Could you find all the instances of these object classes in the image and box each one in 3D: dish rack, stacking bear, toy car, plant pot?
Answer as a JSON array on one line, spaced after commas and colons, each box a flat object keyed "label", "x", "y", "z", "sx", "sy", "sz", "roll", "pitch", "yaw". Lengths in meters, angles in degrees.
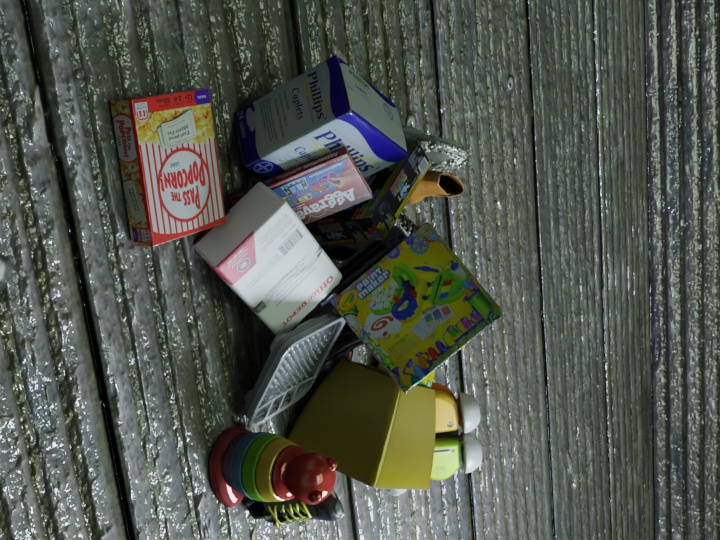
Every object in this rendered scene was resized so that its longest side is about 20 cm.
[{"label": "dish rack", "x": -0.114, "y": 0.154, "z": 1.500, "sx": 0.172, "sy": 0.044, "sz": 0.200, "roll": -24, "pitch": 149, "yaw": -52}, {"label": "stacking bear", "x": -0.125, "y": 0.310, "z": 1.424, "sx": 0.122, "sy": 0.200, "sz": 0.114, "roll": -58, "pitch": 136, "yaw": -34}, {"label": "toy car", "x": 0.158, "y": 0.332, "z": 1.930, "sx": 0.150, "sy": 0.175, "sz": 0.200, "roll": -104, "pitch": -171, "yaw": -77}, {"label": "plant pot", "x": 0.023, "y": 0.264, "z": 1.620, "sx": 0.200, "sy": 0.200, "sz": 0.177, "roll": 23, "pitch": 85, "yaw": -55}]

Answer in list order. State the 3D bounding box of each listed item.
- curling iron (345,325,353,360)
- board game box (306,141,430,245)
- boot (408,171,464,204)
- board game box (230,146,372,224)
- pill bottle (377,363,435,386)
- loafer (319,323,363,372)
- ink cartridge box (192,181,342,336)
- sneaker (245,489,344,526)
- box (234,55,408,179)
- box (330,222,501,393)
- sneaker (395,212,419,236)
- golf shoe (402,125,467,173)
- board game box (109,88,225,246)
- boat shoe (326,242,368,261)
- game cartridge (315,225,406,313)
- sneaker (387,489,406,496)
[{"label": "curling iron", "x": -0.024, "y": 0.148, "z": 1.726, "sx": 0.050, "sy": 0.026, "sz": 0.200, "roll": -11, "pitch": 99, "yaw": -77}, {"label": "board game box", "x": 0.009, "y": -0.133, "z": 1.608, "sx": 0.057, "sy": 0.165, "sz": 0.200, "roll": 57, "pitch": 47, "yaw": -31}, {"label": "boot", "x": 0.139, "y": -0.162, "z": 1.818, "sx": 0.201, "sy": 0.144, "sz": 0.071, "roll": 7, "pitch": 91, "yaw": -62}, {"label": "board game box", "x": -0.092, "y": -0.116, "z": 1.446, "sx": 0.103, "sy": 0.200, "sz": 0.019, "roll": 56, "pitch": 18, "yaw": -45}, {"label": "pill bottle", "x": 0.106, "y": 0.153, "z": 1.841, "sx": 0.113, "sy": 0.113, "sz": 0.200, "roll": 46, "pitch": 56, "yaw": -49}, {"label": "loafer", "x": -0.022, "y": 0.110, "z": 1.664, "sx": 0.200, "sy": 0.072, "sz": 0.063, "roll": -34, "pitch": 103, "yaw": -34}, {"label": "ink cartridge box", "x": -0.139, "y": -0.013, "z": 1.429, "sx": 0.145, "sy": 0.084, "sz": 0.200, "roll": -45, "pitch": 136, "yaw": -8}, {"label": "sneaker", "x": -0.106, "y": 0.381, "z": 1.477, "sx": 0.085, "sy": 0.200, "sz": 0.075, "roll": -35, "pitch": 108, "yaw": -38}, {"label": "box", "x": -0.059, "y": -0.213, "z": 1.450, "sx": 0.184, "sy": 0.200, "sz": 0.105, "roll": 27, "pitch": 44, "yaw": -55}, {"label": "box", "x": 0.093, "y": 0.057, "z": 1.511, "sx": 0.193, "sy": 0.200, "sz": 0.122, "roll": 51, "pitch": 8, "yaw": 2}, {"label": "sneaker", "x": 0.088, "y": -0.082, "z": 1.812, "sx": 0.078, "sy": 0.085, "sz": 0.200, "roll": -62, "pitch": 139, "yaw": -32}, {"label": "golf shoe", "x": 0.106, "y": -0.241, "z": 1.723, "sx": 0.078, "sy": 0.200, "sz": 0.097, "roll": 84, "pitch": 19, "yaw": -47}, {"label": "board game box", "x": -0.267, "y": -0.148, "z": 1.297, "sx": 0.151, "sy": 0.046, "sz": 0.200, "roll": -26, "pitch": 115, "yaw": -53}, {"label": "boat shoe", "x": 0.000, "y": -0.051, "z": 1.699, "sx": 0.200, "sy": 0.072, "sz": 0.065, "roll": 9, "pitch": 77, "yaw": -59}, {"label": "game cartridge", "x": 0.000, "y": 0.000, "z": 1.606, "sx": 0.200, "sy": 0.040, "sz": 0.133, "roll": -39, "pitch": 165, "yaw": 3}, {"label": "sneaker", "x": 0.026, "y": 0.387, "z": 1.805, "sx": 0.115, "sy": 0.076, "sz": 0.201, "roll": -35, "pitch": 128, "yaw": -30}]
